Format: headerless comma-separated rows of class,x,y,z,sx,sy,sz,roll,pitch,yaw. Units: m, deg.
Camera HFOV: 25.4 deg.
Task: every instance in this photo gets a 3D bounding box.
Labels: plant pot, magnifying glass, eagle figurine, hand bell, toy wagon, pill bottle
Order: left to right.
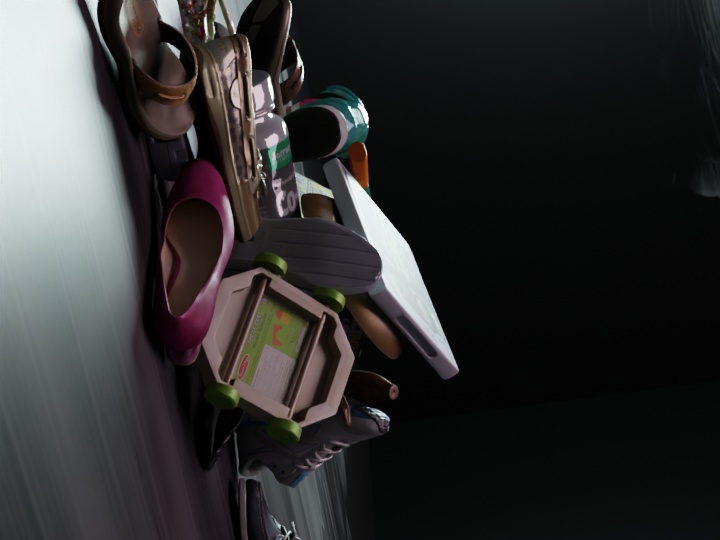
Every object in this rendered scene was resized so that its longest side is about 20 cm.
pill bottle,-0.124,-0.098,1.646,0.113,0.113,0.200,-91,173,-69
toy wagon,-0.098,0.060,1.471,0.040,0.200,0.155,-29,-144,52
eagle figurine,-0.103,0.094,1.576,0.152,0.200,0.151,50,-48,25
hand bell,-0.039,0.114,1.713,0.104,0.200,0.104,-10,104,-48
plant pot,0.000,0.000,1.687,0.200,0.027,0.200,58,11,-18
magnifying glass,0.000,-0.094,1.809,0.200,0.022,0.080,80,-7,-71

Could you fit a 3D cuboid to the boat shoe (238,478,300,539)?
boat shoe,-0.092,0.306,1.709,0.075,0.062,0.200,-87,169,-66

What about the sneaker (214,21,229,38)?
sneaker,-0.151,-0.224,1.895,0.200,0.074,0.079,76,2,-65

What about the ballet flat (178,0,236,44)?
ballet flat,-0.164,-0.236,1.717,0.076,0.064,0.200,-24,107,-86

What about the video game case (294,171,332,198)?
video game case,-0.090,-0.082,1.863,0.026,0.181,0.200,-60,-170,17

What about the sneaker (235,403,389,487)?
sneaker,-0.053,0.189,1.707,0.075,0.200,0.087,24,63,-48

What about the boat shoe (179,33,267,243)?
boat shoe,-0.115,-0.119,1.476,0.073,0.063,0.200,40,-34,50

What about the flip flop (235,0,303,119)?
flip flop,-0.090,-0.201,1.693,0.081,0.058,0.200,33,-49,48

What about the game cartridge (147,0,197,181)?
game cartridge,-0.184,-0.196,1.478,0.133,0.040,0.200,-81,164,-68

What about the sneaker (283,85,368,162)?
sneaker,-0.070,-0.160,1.793,0.121,0.200,0.084,-20,105,-53

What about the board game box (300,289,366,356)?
board game box,-0.074,0.018,1.778,0.200,0.165,0.057,-92,-165,-70

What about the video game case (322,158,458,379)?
video game case,0.033,-0.002,1.710,0.182,0.023,0.200,49,15,-47

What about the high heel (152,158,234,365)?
high heel,-0.148,-0.023,1.382,0.096,0.067,0.200,101,-1,-65

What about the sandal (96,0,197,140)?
sandal,-0.167,-0.177,1.341,0.200,0.054,0.080,76,30,-56

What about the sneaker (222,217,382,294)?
sneaker,-0.077,-0.015,1.567,0.071,0.200,0.073,99,4,-71
